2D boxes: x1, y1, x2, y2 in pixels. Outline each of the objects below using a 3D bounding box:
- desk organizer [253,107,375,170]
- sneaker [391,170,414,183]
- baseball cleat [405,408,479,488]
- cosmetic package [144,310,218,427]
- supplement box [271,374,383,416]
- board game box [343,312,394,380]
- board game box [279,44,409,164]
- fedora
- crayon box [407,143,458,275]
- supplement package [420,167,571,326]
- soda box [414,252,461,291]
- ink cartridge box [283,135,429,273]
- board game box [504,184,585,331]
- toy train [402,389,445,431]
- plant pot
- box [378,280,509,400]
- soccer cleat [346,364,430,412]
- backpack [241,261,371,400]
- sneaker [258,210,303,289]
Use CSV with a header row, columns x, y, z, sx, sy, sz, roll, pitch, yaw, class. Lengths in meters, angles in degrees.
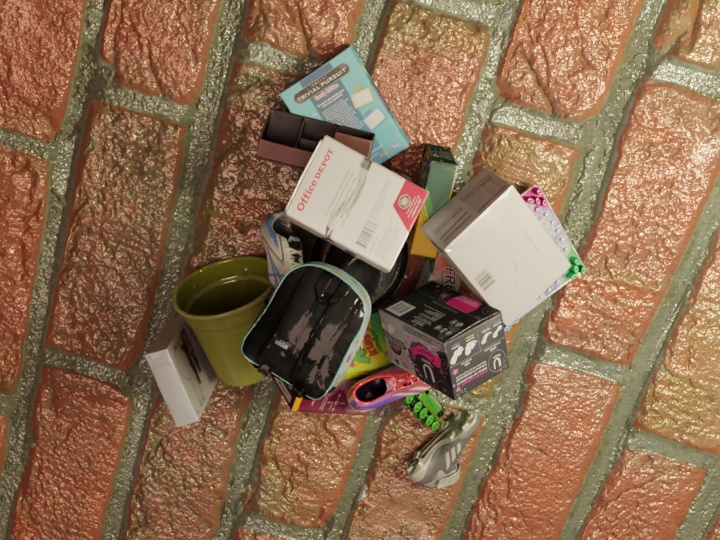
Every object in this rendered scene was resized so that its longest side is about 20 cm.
x,y,z,sx,sy,sz,roll,pitch,yaw,class
-0.077,-0.216,1.595,0.197,0.072,0.078,14,110,1,desk organizer
0.005,-0.123,1.672,0.197,0.077,0.079,-18,78,3,sneaker
0.182,0.359,1.843,0.106,0.070,0.200,37,113,-24,baseball cleat
-0.328,0.176,1.732,0.051,0.200,0.153,-15,109,10,cosmetic package
-0.052,0.203,1.726,0.198,0.111,0.087,9,115,-33,supplement box
-0.006,0.138,1.676,0.047,0.198,0.103,-36,68,46,board game box
-0.027,-0.270,1.634,0.150,0.047,0.201,-29,105,14,board game box
0.000,0.000,1.617,0.197,0.092,0.204,-2,114,-5,fedora
0.122,-0.109,1.637,0.051,0.126,0.203,9,110,-4,crayon box
0.229,-0.040,1.566,0.155,0.111,0.200,-42,118,1,supplement package
0.142,0.032,1.716,0.063,0.069,0.203,15,111,-11,soda box
-0.008,-0.107,1.520,0.198,0.083,0.147,28,86,-2,ink cartridge box
0.290,-0.018,1.672,0.199,0.026,0.201,-36,112,-1,board game box
0.113,0.246,1.766,0.057,0.041,0.200,-53,139,-12,toy train
-0.230,0.105,1.719,0.197,0.201,0.187,-9,120,7,plant pot
0.141,0.118,1.586,0.131,0.199,0.116,-25,116,-25,box
0.069,0.198,1.651,0.197,0.073,0.069,-22,79,-6,soccer cleat
-0.075,0.087,1.521,0.174,0.153,0.202,31,104,10,backpack
-0.129,-0.019,1.649,0.071,0.202,0.072,7,140,-42,sneaker
